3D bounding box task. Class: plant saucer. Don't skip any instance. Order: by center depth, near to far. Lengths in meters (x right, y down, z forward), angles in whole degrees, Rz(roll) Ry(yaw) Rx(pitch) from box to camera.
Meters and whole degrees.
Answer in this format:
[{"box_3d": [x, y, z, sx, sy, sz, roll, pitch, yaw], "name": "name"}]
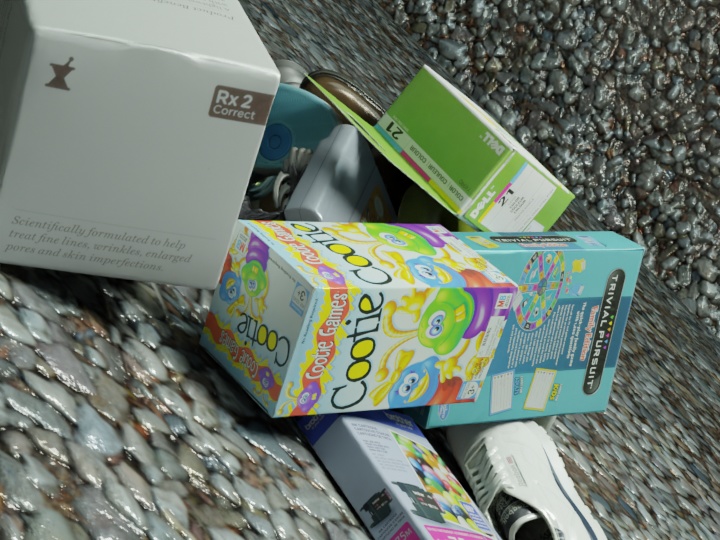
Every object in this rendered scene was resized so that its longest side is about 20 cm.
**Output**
[{"box_3d": [0.082, 0.020, 1.407, 0.200, 0.031, 0.203, -11, 90, -69], "name": "plant saucer"}]

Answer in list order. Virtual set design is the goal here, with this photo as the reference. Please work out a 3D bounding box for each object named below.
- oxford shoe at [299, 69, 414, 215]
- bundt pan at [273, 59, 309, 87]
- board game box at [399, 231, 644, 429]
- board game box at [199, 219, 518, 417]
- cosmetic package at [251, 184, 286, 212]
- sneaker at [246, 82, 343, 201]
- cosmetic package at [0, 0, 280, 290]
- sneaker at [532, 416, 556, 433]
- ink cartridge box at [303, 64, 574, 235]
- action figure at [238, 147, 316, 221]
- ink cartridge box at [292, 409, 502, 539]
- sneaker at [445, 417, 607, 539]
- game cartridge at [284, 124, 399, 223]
[{"box_3d": [0.008, -0.087, 1.418, 0.201, 0.072, 0.084, 56, 19, -7], "name": "oxford shoe"}, {"box_3d": [-0.050, -0.140, 1.693, 0.202, 0.075, 0.202, 51, 11, -13], "name": "bundt pan"}, {"box_3d": [0.134, 0.046, 1.335, 0.198, 0.153, 0.047, -1, 21, -35], "name": "board game box"}, {"box_3d": [0.000, 0.032, 1.177, 0.198, 0.104, 0.105, -1, 29, -41], "name": "board game box"}, {"box_3d": [-0.021, -0.020, 1.503, 0.200, 0.071, 0.105, 50, 15, 30], "name": "cosmetic package"}, {"box_3d": [-0.082, -0.108, 1.426, 0.198, 0.081, 0.130, 3, -13, 28], "name": "sneaker"}, {"box_3d": [-0.171, -0.115, 1.083, 0.163, 0.167, 0.201, 8, 29, -23], "name": "cosmetic package"}, {"box_3d": [0.126, 0.101, 1.513, 0.074, 0.089, 0.200, 28, 18, -40], "name": "sneaker"}, {"box_3d": [0.067, -0.109, 1.328, 0.199, 0.076, 0.148, 33, 12, -46], "name": "ink cartridge box"}, {"box_3d": [-0.081, -0.042, 1.324, 0.200, 0.118, 0.103, 33, 53, -51], "name": "action figure"}, {"box_3d": [0.029, 0.156, 1.176, 0.119, 0.042, 0.200, 22, 22, -51], "name": "ink cartridge box"}, {"box_3d": [0.124, 0.177, 1.316, 0.080, 0.077, 0.200, 11, 29, -44], "name": "sneaker"}, {"box_3d": [0.000, 0.000, 1.315, 0.134, 0.041, 0.201, -70, 145, -48], "name": "game cartridge"}]
